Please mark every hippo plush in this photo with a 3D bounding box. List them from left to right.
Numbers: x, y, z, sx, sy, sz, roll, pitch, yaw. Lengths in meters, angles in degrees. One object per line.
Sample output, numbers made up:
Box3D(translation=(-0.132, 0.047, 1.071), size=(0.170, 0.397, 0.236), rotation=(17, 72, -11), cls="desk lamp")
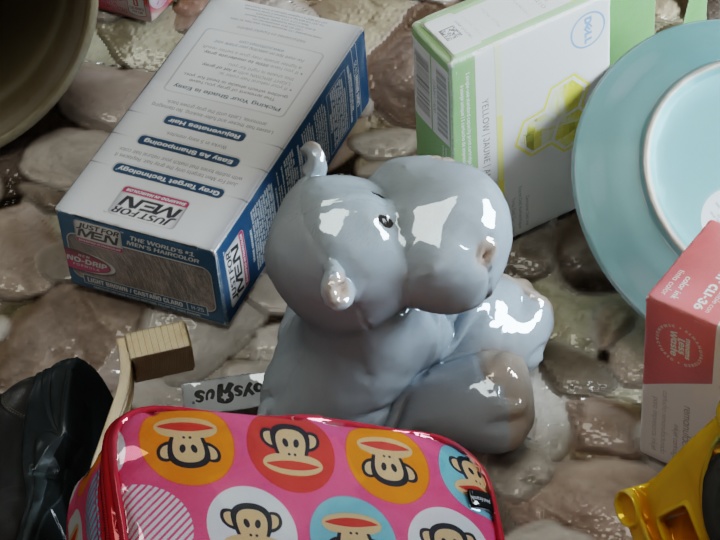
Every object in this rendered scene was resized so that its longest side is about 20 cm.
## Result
Box3D(translation=(0.000, 0.000, 1.185), size=(0.200, 0.161, 0.159), rotation=(-9, 45, -4), cls="hippo plush")

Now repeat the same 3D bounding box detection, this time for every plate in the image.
Box3D(translation=(0.210, -0.046, 1.246), size=(0.200, 0.026, 0.200), rotation=(4, 69, -12), cls="plate")

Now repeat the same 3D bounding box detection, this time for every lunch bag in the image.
Box3D(translation=(-0.028, 0.153, 1.047), size=(0.200, 0.082, 0.176), rotation=(7, 51, -23), cls="lunch bag")

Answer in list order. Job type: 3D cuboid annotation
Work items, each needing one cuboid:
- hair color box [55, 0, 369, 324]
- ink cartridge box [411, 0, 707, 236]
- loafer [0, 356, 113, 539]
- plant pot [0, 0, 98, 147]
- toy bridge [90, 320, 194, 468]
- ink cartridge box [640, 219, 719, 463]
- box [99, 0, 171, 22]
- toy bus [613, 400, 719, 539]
Box3D(translation=(-0.079, -0.067, 1.331), size=(0.100, 0.061, 0.200), rotation=(15, 47, 19), cls="hair color box")
Box3D(translation=(0.123, -0.106, 1.293), size=(0.200, 0.146, 0.048), rotation=(-24, 48, -19), cls="ink cartridge box")
Box3D(translation=(-0.165, 0.133, 1.143), size=(0.072, 0.073, 0.200), rotation=(-17, 38, 19), cls="loafer")
Box3D(translation=(-0.273, -0.187, 1.381), size=(0.200, 0.200, 0.174), rotation=(-20, 41, -14), cls="plant pot")
Box3D(translation=(-0.094, 0.122, 1.128), size=(0.067, 0.027, 0.200), rotation=(-12, 62, -7), cls="toy bridge")
Box3D(translation=(0.236, 0.070, 1.125), size=(0.200, 0.117, 0.068), rotation=(24, 51, 26), cls="ink cartridge box")
Box3D(translation=(-0.196, -0.246, 1.495), size=(0.200, 0.103, 0.095), rotation=(18, 49, 23), cls="box")
Box3D(translation=(0.198, 0.153, 1.026), size=(0.136, 0.192, 0.200), rotation=(-11, 68, -38), cls="toy bus")
